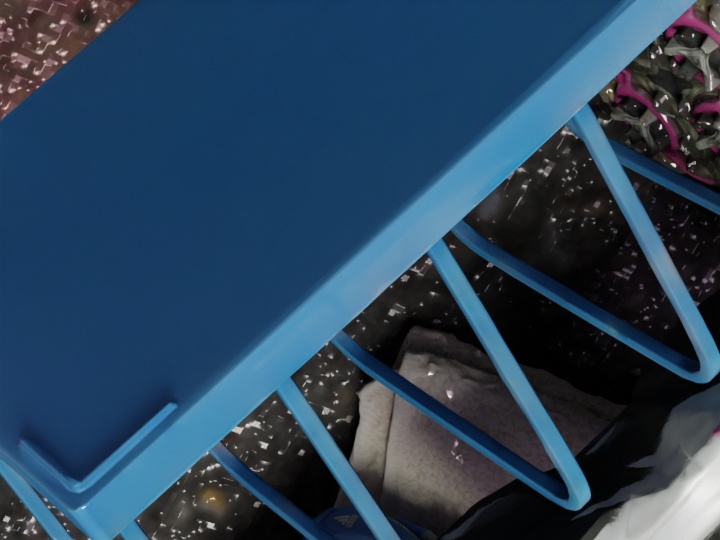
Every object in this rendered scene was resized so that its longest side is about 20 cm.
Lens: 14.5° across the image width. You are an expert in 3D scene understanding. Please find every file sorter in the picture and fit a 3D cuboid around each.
[{"bbox_3d":[0.000,0.000,0.697,0.200,0.139,0.123,-43,129,-12],"label":"file sorter"}]

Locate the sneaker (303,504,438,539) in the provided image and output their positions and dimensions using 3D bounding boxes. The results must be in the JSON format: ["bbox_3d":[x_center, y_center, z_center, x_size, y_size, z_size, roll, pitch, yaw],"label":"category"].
[{"bbox_3d":[0.034,0.112,0.785,0.199,0.076,0.105,-18,103,22],"label":"sneaker"}]

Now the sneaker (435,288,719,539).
[{"bbox_3d":[0.102,0.064,0.724,0.200,0.080,0.086,-38,109,4],"label":"sneaker"}]

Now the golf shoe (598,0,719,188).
[{"bbox_3d":[0.121,-0.055,0.777,0.092,0.072,0.200,-48,122,-17],"label":"golf shoe"}]

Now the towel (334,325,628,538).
[{"bbox_3d":[0.083,0.105,0.827,0.199,0.035,0.133,19,119,7],"label":"towel"}]
